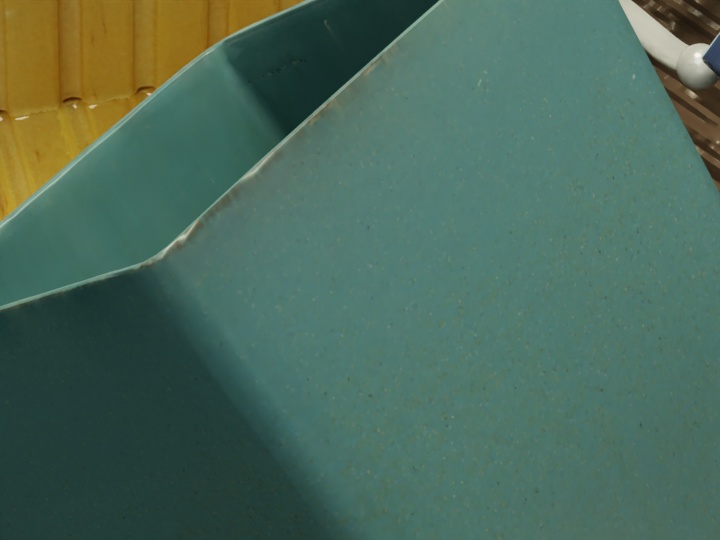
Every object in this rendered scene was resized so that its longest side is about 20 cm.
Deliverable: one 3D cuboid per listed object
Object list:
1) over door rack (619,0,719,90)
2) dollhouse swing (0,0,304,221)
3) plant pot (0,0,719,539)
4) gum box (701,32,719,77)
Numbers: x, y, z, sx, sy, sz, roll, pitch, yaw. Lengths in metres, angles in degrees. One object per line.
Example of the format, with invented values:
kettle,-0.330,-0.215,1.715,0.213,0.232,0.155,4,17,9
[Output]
over door rack,0.127,-0.129,0.816,0.148,0.200,0.067,-41,69,-11
dollhouse swing,-0.041,-0.061,0.739,0.199,0.176,0.182,-10,60,-16
plant pot,0.017,0.049,0.654,0.141,0.141,0.200,-44,107,-34
gum box,0.179,-0.080,0.706,0.045,0.200,0.170,32,101,-21
